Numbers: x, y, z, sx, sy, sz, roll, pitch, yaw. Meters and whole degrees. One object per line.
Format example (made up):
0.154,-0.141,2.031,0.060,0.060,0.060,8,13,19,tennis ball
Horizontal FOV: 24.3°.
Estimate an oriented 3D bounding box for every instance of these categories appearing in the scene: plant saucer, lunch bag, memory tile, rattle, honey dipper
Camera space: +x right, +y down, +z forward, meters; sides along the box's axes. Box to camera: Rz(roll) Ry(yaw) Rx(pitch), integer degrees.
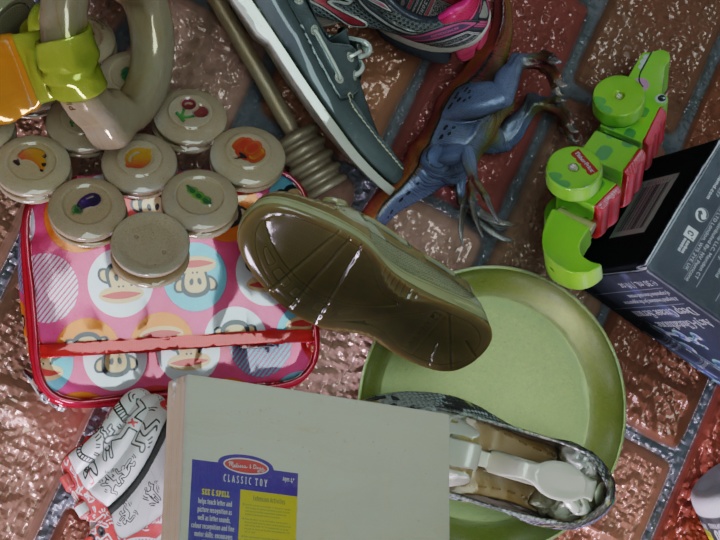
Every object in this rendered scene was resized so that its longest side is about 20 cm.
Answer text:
0.091,0.098,1.184,0.198,0.031,0.202,1,86,-13,plant saucer
-0.128,0.023,1.117,0.198,0.082,0.178,-4,92,-12,lunch bag
-0.161,-0.083,1.081,0.199,0.017,0.153,34,57,16,memory tile
-0.183,-0.172,1.086,0.130,0.142,0.202,39,49,-37,rattle
-0.072,-0.142,1.156,0.038,0.038,0.201,-30,94,-13,honey dipper

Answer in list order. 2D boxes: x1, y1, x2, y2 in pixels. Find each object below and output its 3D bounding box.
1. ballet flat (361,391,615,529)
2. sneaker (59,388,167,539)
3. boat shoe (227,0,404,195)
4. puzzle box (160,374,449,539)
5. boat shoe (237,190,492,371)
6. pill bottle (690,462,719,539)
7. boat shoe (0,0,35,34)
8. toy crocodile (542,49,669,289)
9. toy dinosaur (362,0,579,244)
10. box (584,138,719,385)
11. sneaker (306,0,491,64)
0.085,0.127,1.131,0.198,0.072,0.073,17,83,-11,ballet flat
-0.151,0.176,1.066,0.107,0.067,0.203,29,99,17,sneaker
-0.022,-0.141,1.111,0.062,0.073,0.201,-37,105,-2,boat shoe
-0.030,0.142,1.028,0.198,0.025,0.135,12,71,-32,puzzle box
0.002,-0.001,1.096,0.199,0.063,0.073,26,122,-28,boat shoe
0.326,0.224,1.187,0.114,0.114,0.201,-28,92,-13,pill bottle
-0.303,-0.123,1.092,0.068,0.075,0.200,40,80,12,boat shoe
0.176,-0.074,1.172,0.061,0.068,0.201,22,57,19,toy crocodile
0.065,-0.082,1.186,0.180,0.105,0.201,-25,58,-3,toy dinosaur
0.273,0.014,1.170,0.199,0.148,0.108,34,81,-8,box
-0.004,-0.206,1.144,0.198,0.075,0.081,15,82,7,sneaker
